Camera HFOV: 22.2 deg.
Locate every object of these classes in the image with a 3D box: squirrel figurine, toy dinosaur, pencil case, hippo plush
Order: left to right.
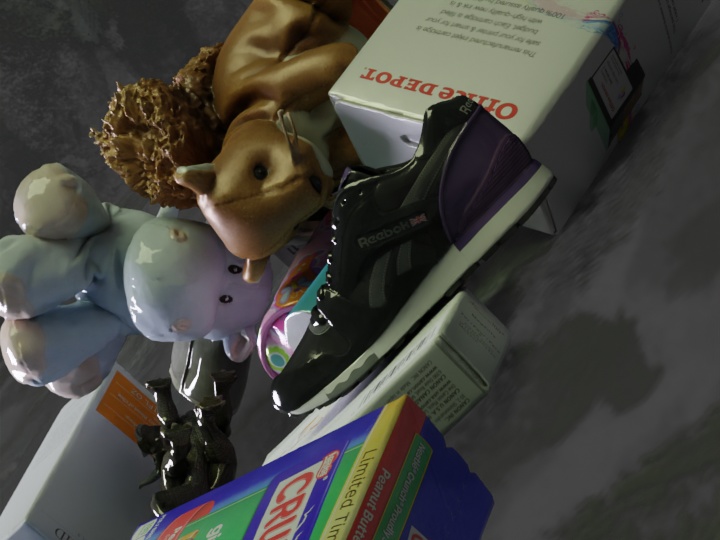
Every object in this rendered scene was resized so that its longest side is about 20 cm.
[{"bbox_3d":[-0.143,0.023,1.252,0.199,0.160,0.161,13,-89,-59],"label":"hippo plush"},{"bbox_3d":[-0.108,0.131,1.218,0.076,0.103,0.200,-11,23,-10],"label":"toy dinosaur"},{"bbox_3d":[-0.070,-0.080,1.184,0.198,0.142,0.188,-7,43,30],"label":"squirrel figurine"},{"bbox_3d":[0.000,0.000,1.211,0.087,0.087,0.201,-40,14,36],"label":"pencil case"}]

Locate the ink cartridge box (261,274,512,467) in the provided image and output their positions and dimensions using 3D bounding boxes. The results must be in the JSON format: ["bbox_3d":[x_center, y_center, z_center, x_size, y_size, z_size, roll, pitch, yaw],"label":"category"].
[{"bbox_3d":[0.003,0.088,1.020,0.200,0.044,0.174,-45,2,19],"label":"ink cartridge box"}]

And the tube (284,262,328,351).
[{"bbox_3d":[0.026,-0.017,1.126,0.200,0.077,0.050,-51,6,-37],"label":"tube"}]

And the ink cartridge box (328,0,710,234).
[{"bbox_3d":[0.098,-0.134,1.103,0.144,0.084,0.201,18,61,35],"label":"ink cartridge box"}]

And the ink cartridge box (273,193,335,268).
[{"bbox_3d":[-0.013,-0.056,1.450,0.117,0.067,0.200,-47,13,12],"label":"ink cartridge box"}]

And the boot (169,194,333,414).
[{"bbox_3d":[-0.088,0.015,1.358,0.182,0.072,0.202,-128,54,-64],"label":"boot"}]

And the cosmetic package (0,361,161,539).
[{"bbox_3d":[-0.191,0.167,1.325,0.071,0.101,0.201,-41,15,29],"label":"cosmetic package"}]

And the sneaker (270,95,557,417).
[{"bbox_3d":[0.009,-0.010,1.006,0.200,0.088,0.076,-45,3,10],"label":"sneaker"}]

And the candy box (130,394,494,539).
[{"bbox_3d":[-0.051,0.167,0.835,0.199,0.077,0.170,-27,22,36],"label":"candy box"}]

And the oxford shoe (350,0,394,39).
[{"bbox_3d":[0.004,-0.165,1.276,0.071,0.200,0.073,-30,33,11],"label":"oxford shoe"}]

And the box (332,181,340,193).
[{"bbox_3d":[-0.009,-0.115,1.367,0.200,0.109,0.035,-29,-44,-51],"label":"box"}]
